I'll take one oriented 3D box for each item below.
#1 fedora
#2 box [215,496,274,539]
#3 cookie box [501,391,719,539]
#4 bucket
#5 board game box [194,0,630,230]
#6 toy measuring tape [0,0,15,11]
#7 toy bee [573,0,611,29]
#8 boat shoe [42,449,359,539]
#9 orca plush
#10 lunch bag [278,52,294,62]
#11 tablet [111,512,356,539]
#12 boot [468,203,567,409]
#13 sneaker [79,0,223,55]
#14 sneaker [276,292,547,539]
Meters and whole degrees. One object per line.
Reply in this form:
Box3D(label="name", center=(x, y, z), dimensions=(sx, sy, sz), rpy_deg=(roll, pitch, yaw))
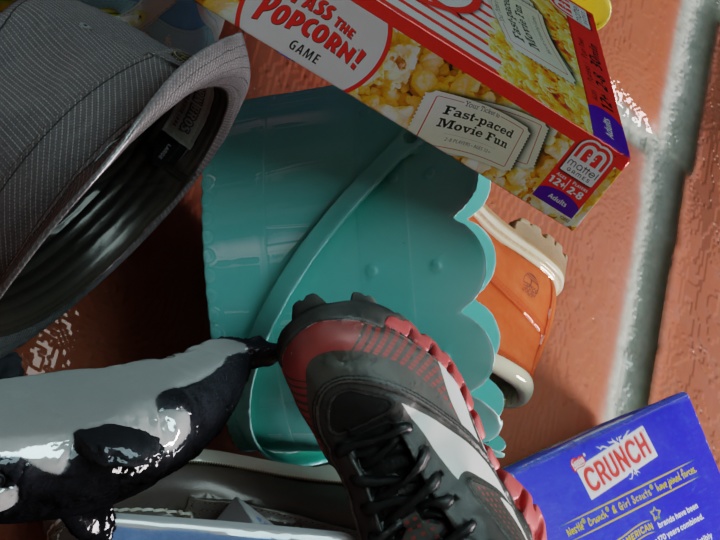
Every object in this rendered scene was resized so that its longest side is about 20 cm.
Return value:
Box3D(label="fedora", center=(-0.132, -0.050, 0.899), dimensions=(0.090, 0.177, 0.200), rpy_deg=(41, 29, 4))
Box3D(label="box", center=(-0.033, 0.228, 1.028), dimensions=(0.200, 0.041, 0.156), rpy_deg=(40, 90, -23))
Box3D(label="cookie box", center=(0.152, 0.191, 1.240), dimensions=(0.171, 0.075, 0.201), rpy_deg=(-17, 85, -44))
Box3D(label="bucket", center=(0.000, 0.000, 1.086), dimensions=(0.207, 0.134, 0.208), rpy_deg=(-5, 90, -85))
Box3D(label="board game box", center=(0.021, -0.117, 0.974), dimensions=(0.199, 0.046, 0.152), rpy_deg=(29, 26, -18))
Box3D(label="toy measuring tape", center=(-0.204, -0.145, 1.064), dimensions=(0.200, 0.073, 0.074), rpy_deg=(-33, 96, -44))
Box3D(label="toy bee", center=(0.078, -0.189, 1.308), dimensions=(0.130, 0.109, 0.201), rpy_deg=(-8, 64, 0))
Box3D(label="boat shoe", center=(-0.057, 0.129, 1.050), dimensions=(0.199, 0.072, 0.060), rpy_deg=(4, 56, -17))
Box3D(label="orca plush", center=(-0.116, 0.079, 0.932), dimensions=(0.200, 0.105, 0.071), rpy_deg=(-31, 133, -61))
Box3D(label="lunch bag", center=(-0.068, -0.209, 1.146), dimensions=(0.094, 0.200, 0.151), rpy_deg=(-26, 68, -11))
Box3D(label="tablet", center=(-0.077, 0.209, 0.981), dimensions=(0.130, 0.014, 0.201), rpy_deg=(7, 100, -17))
Box3D(label="boot", center=(0.035, 0.003, 1.219), dimensions=(0.200, 0.075, 0.108), rpy_deg=(29, 60, -31))
Box3D(label="sneaker", center=(-0.117, -0.097, 1.053), dimensions=(0.200, 0.079, 0.131), rpy_deg=(45, 53, -73))
Box3D(label="sneaker", center=(0.027, 0.099, 0.976), dimensions=(0.201, 0.071, 0.098), rpy_deg=(57, 18, -30))
